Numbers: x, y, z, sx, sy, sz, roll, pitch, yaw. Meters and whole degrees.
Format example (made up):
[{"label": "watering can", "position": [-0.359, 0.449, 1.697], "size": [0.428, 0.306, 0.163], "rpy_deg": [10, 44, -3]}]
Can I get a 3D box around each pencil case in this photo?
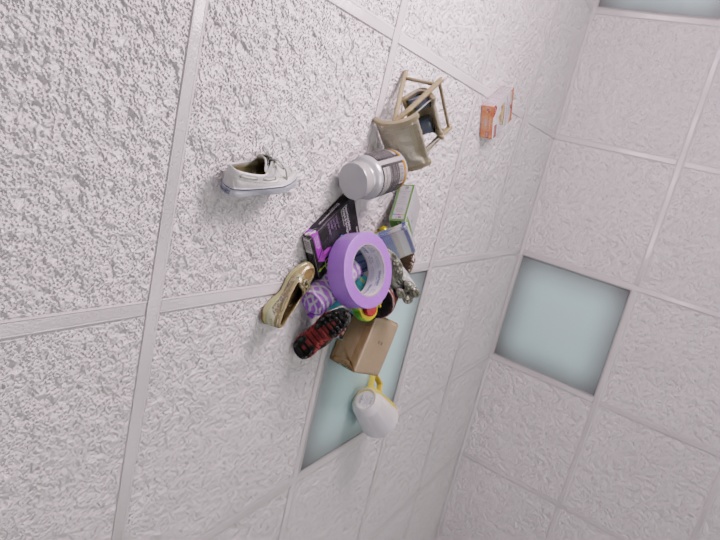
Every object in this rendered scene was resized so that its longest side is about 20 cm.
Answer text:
[{"label": "pencil case", "position": [-0.078, 0.040, 1.533], "size": [0.200, 0.083, 0.086], "rpy_deg": [-42, 162, -39]}]

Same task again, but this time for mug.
[{"label": "mug", "position": [0.035, 0.476, 1.989], "size": [0.148, 0.188, 0.154], "rpy_deg": [-31, 135, 0]}]

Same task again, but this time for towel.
[{"label": "towel", "position": [0.061, -0.064, 1.636], "size": [0.196, 0.024, 0.147], "rpy_deg": [-21, 145, 7]}]

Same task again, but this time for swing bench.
[{"label": "swing bench", "position": [0.153, -0.413, 1.591], "size": [0.202, 0.128, 0.200], "rpy_deg": [-59, 151, -17]}]

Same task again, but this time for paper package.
[{"label": "paper package", "position": [0.017, 0.228, 1.793], "size": [0.199, 0.102, 0.194], "rpy_deg": [29, 82, -62]}]

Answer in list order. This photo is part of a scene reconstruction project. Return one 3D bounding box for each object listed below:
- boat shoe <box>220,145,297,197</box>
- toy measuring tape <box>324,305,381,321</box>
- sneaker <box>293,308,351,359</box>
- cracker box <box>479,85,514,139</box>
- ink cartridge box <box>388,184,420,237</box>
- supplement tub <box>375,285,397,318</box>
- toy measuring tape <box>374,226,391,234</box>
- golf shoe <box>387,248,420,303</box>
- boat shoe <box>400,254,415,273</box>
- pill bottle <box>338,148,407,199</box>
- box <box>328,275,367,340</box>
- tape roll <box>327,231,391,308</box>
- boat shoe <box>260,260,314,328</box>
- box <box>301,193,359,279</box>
[{"label": "boat shoe", "position": [-0.198, -0.211, 1.153], "size": [0.200, 0.074, 0.087], "rpy_deg": [-17, 140, -49]}, {"label": "toy measuring tape", "position": [-0.016, 0.121, 1.593], "size": [0.197, 0.073, 0.075], "rpy_deg": [-18, 126, -32]}, {"label": "sneaker", "position": [-0.095, 0.161, 1.522], "size": [0.200, 0.071, 0.098], "rpy_deg": [-40, 176, 25]}, {"label": "cracker box", "position": [0.540, -0.624, 2.215], "size": [0.200, 0.057, 0.136], "rpy_deg": [-45, 143, -37]}, {"label": "ink cartridge box", "position": [0.133, -0.157, 1.738], "size": [0.105, 0.058, 0.203], "rpy_deg": [66, 33, -52]}, {"label": "supplement tub", "position": [0.071, 0.068, 1.748], "size": [0.200, 0.105, 0.109], "rpy_deg": [-54, 157, -70]}, {"label": "toy measuring tape", "position": [0.072, -0.065, 1.730], "size": [0.074, 0.073, 0.202], "rpy_deg": [-54, 153, -26]}, {"label": "golf shoe", "position": [0.100, 0.006, 1.665], "size": [0.077, 0.098, 0.201], "rpy_deg": [-30, 116, 8]}, {"label": "boat shoe", "position": [0.122, 0.025, 1.900], "size": [0.202, 0.071, 0.076], "rpy_deg": [-57, 164, -9]}, {"label": "pill bottle", "position": [0.034, -0.255, 1.498], "size": [0.199, 0.115, 0.119], "rpy_deg": [-27, 131, -51]}, {"label": "box", "position": [-0.047, 0.096, 1.649], "size": [0.203, 0.048, 0.082], "rpy_deg": [-66, 152, -8]}, {"label": "tape roll", "position": [0.000, 0.000, 1.508], "size": [0.198, 0.065, 0.205], "rpy_deg": [1, 89, -48]}, {"label": "boat shoe", "position": [-0.167, 0.063, 1.400], "size": [0.201, 0.062, 0.074], "rpy_deg": [-55, 148, -27]}, {"label": "box", "position": [-0.074, -0.094, 1.494], "size": [0.201, 0.036, 0.145], "rpy_deg": [-51, 147, -33]}]
